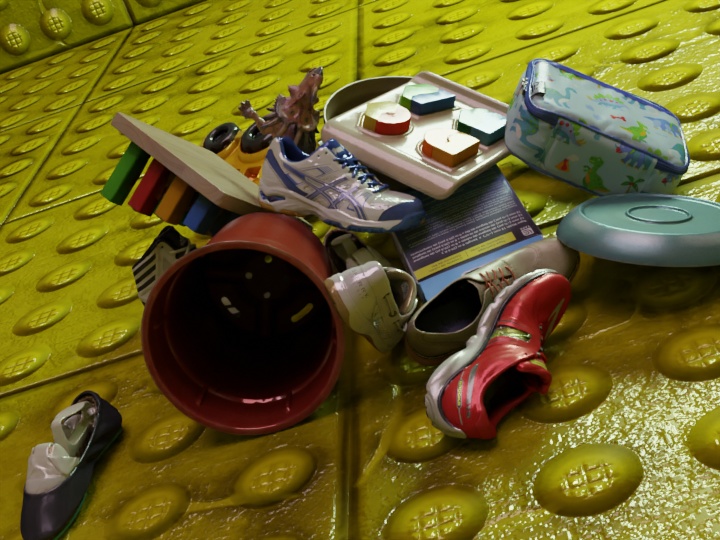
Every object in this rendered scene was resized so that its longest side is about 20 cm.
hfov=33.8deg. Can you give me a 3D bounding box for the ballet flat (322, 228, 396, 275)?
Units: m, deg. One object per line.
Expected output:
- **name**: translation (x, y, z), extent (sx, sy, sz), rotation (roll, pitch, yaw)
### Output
- **ballet flat**: translation (0.000, 0.000, 1.342), extent (0.068, 0.068, 0.200), rotation (-28, 26, -13)

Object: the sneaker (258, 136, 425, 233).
- **sneaker**: translation (-0.022, -0.096, 1.292), extent (0.198, 0.089, 0.075), rotation (12, 15, 19)

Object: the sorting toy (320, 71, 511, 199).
- **sorting toy**: translation (0.082, -0.166, 1.354), extent (0.184, 0.037, 0.200), rotation (28, 43, 28)

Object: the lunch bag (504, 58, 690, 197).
- **lunch bag**: translation (0.260, -0.154, 1.313), extent (0.199, 0.083, 0.161), rotation (23, 32, -2)

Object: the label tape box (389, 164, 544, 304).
- **label tape box**: translation (0.118, -0.025, 1.294), extent (0.142, 0.066, 0.201), rotation (-22, 41, -1)

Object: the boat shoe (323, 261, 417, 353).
- **boat shoe**: translation (0.026, 0.032, 1.161), extent (0.069, 0.071, 0.200), rotation (-31, -13, 7)

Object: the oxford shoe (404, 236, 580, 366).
- **oxford shoe**: translation (0.133, 0.025, 1.156), extent (0.199, 0.074, 0.071), rotation (-34, 71, -9)

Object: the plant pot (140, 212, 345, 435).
- **plant pot**: translation (-0.108, 0.035, 1.229), extent (0.199, 0.202, 0.195), rotation (-17, 18, 9)

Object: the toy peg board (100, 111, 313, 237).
- **toy peg board**: translation (-0.196, -0.080, 1.432), extent (0.199, 0.200, 0.098), rotation (37, 99, 28)

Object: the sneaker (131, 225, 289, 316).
- **sneaker**: translation (-0.190, -0.003, 1.440), extent (0.199, 0.116, 0.076), rotation (-13, 26, 16)

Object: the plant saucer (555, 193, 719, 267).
- **plant saucer**: translation (0.294, -0.045, 1.168), extent (0.198, 0.028, 0.200), rotation (0, 17, 0)

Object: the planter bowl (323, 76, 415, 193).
- **planter bowl**: translation (0.052, -0.131, 1.448), extent (0.198, 0.136, 0.201), rotation (2, 38, -2)

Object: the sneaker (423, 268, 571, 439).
- **sneaker**: translation (0.144, 0.081, 1.074), extent (0.085, 0.077, 0.200), rotation (13, 52, 43)

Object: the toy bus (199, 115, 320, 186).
- **toy bus**: translation (-0.158, -0.098, 1.618), extent (0.199, 0.136, 0.193), rotation (-1, 48, 40)

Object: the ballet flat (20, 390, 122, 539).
- **ballet flat**: translation (-0.302, 0.190, 1.199), extent (0.073, 0.073, 0.200), rotation (-12, 27, 19)

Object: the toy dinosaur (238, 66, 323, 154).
- **toy dinosaur**: translation (-0.078, -0.138, 1.402), extent (0.085, 0.202, 0.136), rotation (-16, 20, -14)

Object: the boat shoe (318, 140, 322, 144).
- **boat shoe**: translation (0.003, -0.199, 1.738), extent (0.073, 0.067, 0.200), rotation (1, 33, 39)
